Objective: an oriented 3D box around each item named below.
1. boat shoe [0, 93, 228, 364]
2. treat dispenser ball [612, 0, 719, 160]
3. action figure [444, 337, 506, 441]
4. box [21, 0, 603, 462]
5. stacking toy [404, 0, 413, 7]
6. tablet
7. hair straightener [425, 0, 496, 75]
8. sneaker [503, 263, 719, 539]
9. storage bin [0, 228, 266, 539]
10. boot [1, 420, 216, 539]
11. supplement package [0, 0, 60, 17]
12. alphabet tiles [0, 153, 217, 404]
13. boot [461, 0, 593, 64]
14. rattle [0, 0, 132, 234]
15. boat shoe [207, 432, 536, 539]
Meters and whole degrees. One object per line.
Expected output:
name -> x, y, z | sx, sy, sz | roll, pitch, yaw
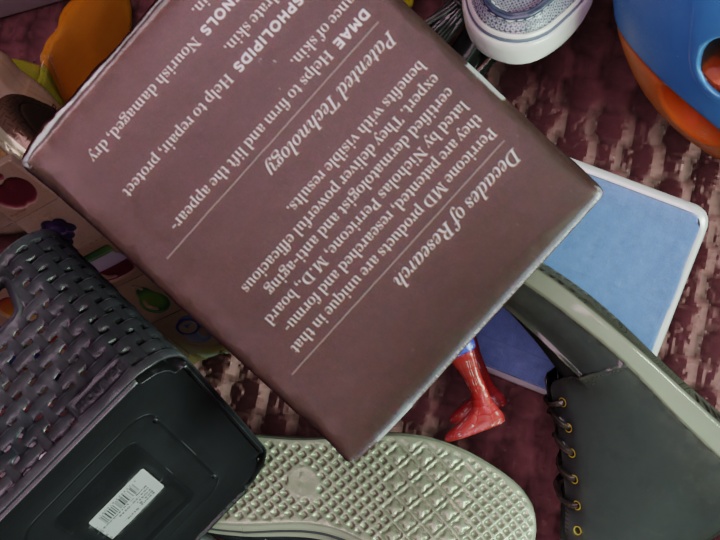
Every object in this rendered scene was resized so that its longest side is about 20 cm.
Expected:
boat shoe -> -0.139, -0.009, 0.916 | 0.076, 0.072, 0.200 | -35, 122, 18
treat dispenser ball -> 0.227, -0.148, 0.863 | 0.199, 0.201, 0.203 | -1, 84, 7
action figure -> 0.000, 0.000, 0.923 | 0.098, 0.065, 0.201 | -19, 96, 7
box -> -0.021, -0.049, 0.802 | 0.200, 0.166, 0.164 | 42, 94, -5
stacking toy -> -0.018, -0.154, 0.957 | 0.109, 0.116, 0.201 | 35, 102, 14
tablet -> 0.078, -0.008, 0.945 | 0.199, 0.014, 0.131 | 21, 105, 8
hair straightener -> 0.072, -0.162, 0.954 | 0.200, 0.077, 0.041 | -44, 43, 7
sneaker -> 0.115, 0.081, 0.902 | 0.200, 0.075, 0.106 | 42, 98, 1
storage bin -> -0.139, 0.085, 0.820 | 0.135, 0.200, 0.094 | -45, 69, -8
boot -> -0.144, 0.170, 0.943 | 0.199, 0.074, 0.096 | 30, 89, 18
supplement package -> -0.153, -0.234, 0.960 | 0.199, 0.120, 0.122 | -15, 82, 5
alphabet tiles -> -0.194, 0.024, 0.916 | 0.199, 0.167, 0.008 | -24, 44, 31
boot -> 0.103, -0.208, 0.874 | 0.072, 0.091, 0.201 | 17, 64, 14
rattle -> -0.241, -0.091, 0.989 | 0.199, 0.130, 0.144 | -22, 55, 36
boat shoe -> -0.003, 0.128, 0.931 | 0.198, 0.062, 0.075 | 5, 70, 6
